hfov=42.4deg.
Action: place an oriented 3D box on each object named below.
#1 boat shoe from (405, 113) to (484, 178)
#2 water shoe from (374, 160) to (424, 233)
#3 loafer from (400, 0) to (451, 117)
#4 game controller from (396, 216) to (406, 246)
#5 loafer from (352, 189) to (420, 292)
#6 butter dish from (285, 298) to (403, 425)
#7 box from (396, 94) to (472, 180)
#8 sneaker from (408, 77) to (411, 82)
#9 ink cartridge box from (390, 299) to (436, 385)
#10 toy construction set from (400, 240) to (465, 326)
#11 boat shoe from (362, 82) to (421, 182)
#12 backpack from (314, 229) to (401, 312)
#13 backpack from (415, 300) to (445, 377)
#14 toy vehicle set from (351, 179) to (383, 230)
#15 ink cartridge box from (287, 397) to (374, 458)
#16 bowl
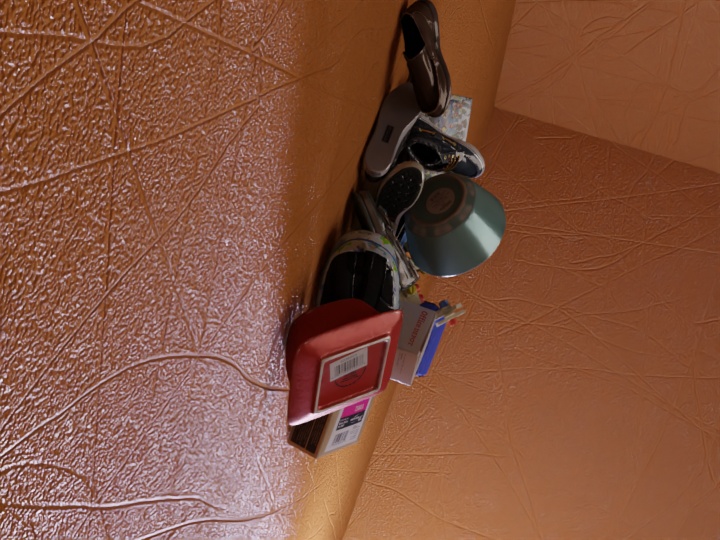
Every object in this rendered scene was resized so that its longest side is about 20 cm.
[{"bbox_3d":[0.156,-0.211,1.748,0.071,0.199,0.092,-44,-149,33],"label":"boat shoe"},{"bbox_3d":[0.058,-0.134,1.698,0.079,0.071,0.201,-80,-165,-49],"label":"water shoe"},{"bbox_3d":[0.102,-0.364,1.618,0.071,0.072,0.203,-23,106,-41],"label":"loafer"},{"bbox_3d":[0.091,-0.078,1.918,0.200,0.042,0.106,24,85,-79],"label":"game controller"},{"bbox_3d":[0.046,-0.058,1.664,0.202,0.062,0.072,68,-10,-15],"label":"loafer"},{"bbox_3d":[-0.050,0.120,1.497,0.198,0.148,0.201,-16,138,-27],"label":"butter dish"},{"bbox_3d":[0.142,-0.247,1.818,0.040,0.135,0.203,20,-76,58],"label":"box"},{"bbox_3d":[0.114,-0.328,1.886,0.090,0.065,0.203,147,-46,-78],"label":"sneaker"},{"bbox_3d":[0.030,0.115,1.742,0.145,0.197,0.086,-59,164,-54],"label":"ink cartridge box"},{"bbox_3d":[0.114,0.039,1.846,0.130,0.201,0.092,-22,158,-30],"label":"toy construction set"},{"bbox_3d":[0.057,-0.244,1.675,0.066,0.069,0.202,106,5,-68],"label":"boat shoe"},{"bbox_3d":[-0.003,0.032,1.598,0.155,0.160,0.202,-75,169,-48],"label":"backpack"},{"bbox_3d":[0.064,0.111,1.964,0.164,0.198,0.168,-66,161,-5],"label":"backpack"},{"bbox_3d":[0.033,-0.168,1.786,0.124,0.026,0.203,4,103,-81],"label":"toy vehicle set"},{"bbox_3d":[-0.044,0.263,1.811,0.199,0.074,0.167,-1,114,-65],"label":"ink cartridge box"},{"bbox_3d":[0.159,-0.101,1.722,0.105,0.198,0.203,49,54,-46],"label":"bowl"}]
